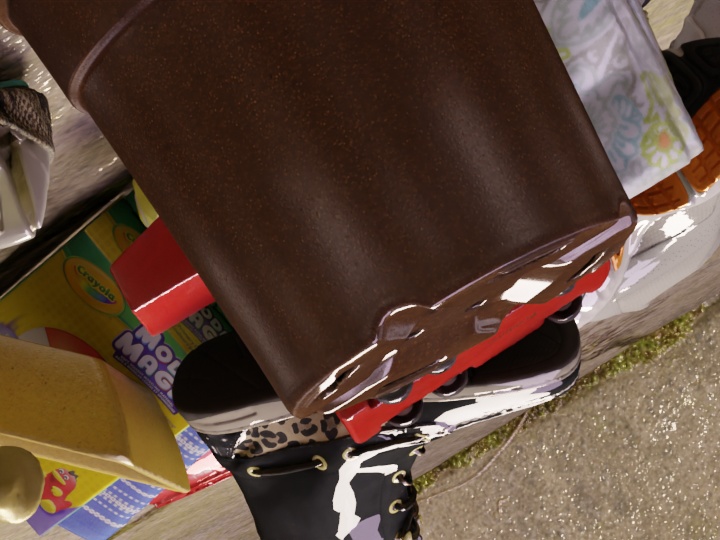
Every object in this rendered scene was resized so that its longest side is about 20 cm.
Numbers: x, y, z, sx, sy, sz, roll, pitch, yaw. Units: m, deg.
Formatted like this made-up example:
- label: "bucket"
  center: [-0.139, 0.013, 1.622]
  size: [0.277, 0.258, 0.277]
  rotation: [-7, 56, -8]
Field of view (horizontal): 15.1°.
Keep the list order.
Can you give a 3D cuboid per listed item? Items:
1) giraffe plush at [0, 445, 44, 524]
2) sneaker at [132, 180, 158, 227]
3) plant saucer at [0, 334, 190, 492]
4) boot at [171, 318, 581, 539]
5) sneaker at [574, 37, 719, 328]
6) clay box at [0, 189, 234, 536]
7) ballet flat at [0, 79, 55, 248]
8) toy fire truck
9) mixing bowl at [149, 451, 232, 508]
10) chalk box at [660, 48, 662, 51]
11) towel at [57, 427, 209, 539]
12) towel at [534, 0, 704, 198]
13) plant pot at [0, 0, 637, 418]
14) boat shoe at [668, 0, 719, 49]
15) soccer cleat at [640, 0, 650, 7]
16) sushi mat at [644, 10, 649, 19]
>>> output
- label: "giraffe plush"
  center: [-0.216, 0.054, 1.122]
  size: [0.172, 0.162, 0.200]
  rotation: [-27, 170, -13]
- label: "sneaker"
  center: [-0.018, -0.071, 1.318]
  size: [0.200, 0.076, 0.105]
  rotation: [-28, 169, -4]
- label: "plant saucer"
  center: [-0.186, 0.057, 1.323]
  size: [0.200, 0.049, 0.200]
  rotation: [13, 173, 6]
- label: "boot"
  center: [0.023, 0.088, 1.356]
  size: [0.203, 0.074, 0.154]
  rotation: [-9, 131, 13]
- label: "sneaker"
  center: [0.153, -0.044, 1.316]
  size: [0.092, 0.076, 0.200]
  rotation: [-5, 150, -41]
- label: "clay box"
  center: [-0.139, 0.047, 1.426]
  size: [0.200, 0.115, 0.048]
  rotation: [-38, -176, 39]
- label: "ballet flat"
  center: [-0.158, -0.043, 1.058]
  size: [0.068, 0.075, 0.200]
  rotation: [-31, 170, 5]
- label: "toy fire truck"
  center: [0.000, 0.000, 1.271]
  size: [0.200, 0.141, 0.049]
  rotation: [-33, 161, -3]
- label: "mixing bowl"
  center: [-0.104, 0.077, 1.654]
  size: [0.200, 0.108, 0.200]
  rotation: [-24, 174, -2]
- label: "chalk box"
  center: [0.082, -0.070, 1.460]
  size: [0.200, 0.125, 0.124]
  rotation: [-32, 169, 22]
- label: "towel"
  center: [-0.166, 0.087, 1.551]
  size: [0.200, 0.145, 0.024]
  rotation: [-42, -157, 48]
- label: "towel"
  center: [0.035, -0.076, 1.190]
  size: [0.200, 0.171, 0.048]
  rotation: [-29, -157, -2]
- label: "plant pot"
  center: [-0.008, -0.064, 1.025]
  size: [0.200, 0.198, 0.200]
  rotation: [-28, 169, -6]
- label: "boat shoe"
  center: [0.182, -0.095, 1.359]
  size: [0.070, 0.071, 0.200]
  rotation: [-36, 149, -50]
- label: "soccer cleat"
  center: [0.108, -0.140, 1.326]
  size: [0.200, 0.069, 0.085]
  rotation: [-40, 178, -3]
- label: "sushi mat"
  center: [0.067, -0.055, 1.311]
  size: [0.096, 0.012, 0.200]
  rotation: [-8, 147, -23]
